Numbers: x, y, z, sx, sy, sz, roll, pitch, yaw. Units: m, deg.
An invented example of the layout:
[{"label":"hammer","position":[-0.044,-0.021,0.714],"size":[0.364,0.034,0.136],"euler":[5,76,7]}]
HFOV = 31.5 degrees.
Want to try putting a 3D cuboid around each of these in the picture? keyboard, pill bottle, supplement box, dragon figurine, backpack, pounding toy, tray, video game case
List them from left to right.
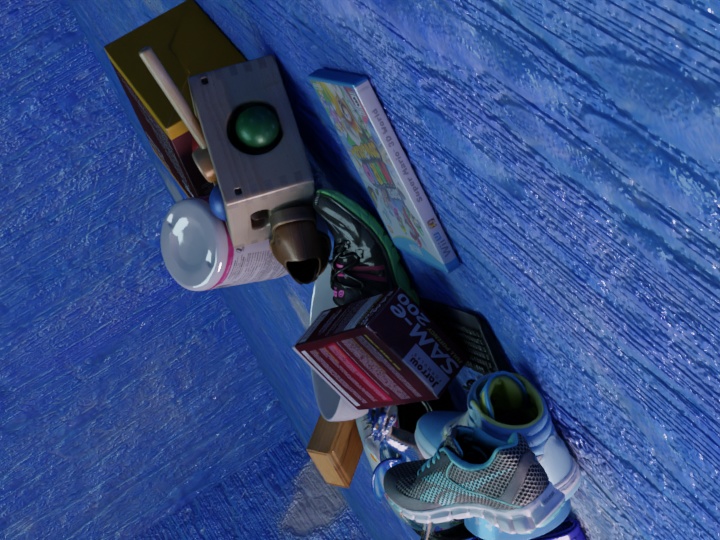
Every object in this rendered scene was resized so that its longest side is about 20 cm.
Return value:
[{"label":"supplement box","position":[-0.205,-0.200,1.650],"size":[0.197,0.133,0.200],"euler":[50,167,38]},{"label":"pounding toy","position":[-0.144,-0.145,1.424],"size":[0.200,0.142,0.185],"euler":[97,156,-73]},{"label":"pill bottle","position":[-0.141,-0.042,1.599],"size":[0.113,0.200,0.114],"euler":[7,101,40]},{"label":"tray","position":[-0.008,0.175,1.689],"size":[0.037,0.200,0.099],"euler":[9,148,24]},{"label":"supplement box","position":[0.017,0.087,1.349],"size":[0.109,0.061,0.200],"euler":[46,156,-12]},{"label":"video game case","position":[0.020,-0.097,1.213],"size":[0.200,0.018,0.143],"euler":[62,169,-20]},{"label":"dragon figurine","position":[0.045,0.230,1.459],"size":[0.059,0.099,0.200],"euler":[-78,-6,-54]},{"label":"backpack","position":[0.077,0.243,1.639],"size":[0.200,0.126,0.167],"euler":[66,171,-21]},{"label":"keyboard","position":[0.114,0.092,1.321],"size":[0.127,0.021,0.200],"euler":[60,170,-11]}]

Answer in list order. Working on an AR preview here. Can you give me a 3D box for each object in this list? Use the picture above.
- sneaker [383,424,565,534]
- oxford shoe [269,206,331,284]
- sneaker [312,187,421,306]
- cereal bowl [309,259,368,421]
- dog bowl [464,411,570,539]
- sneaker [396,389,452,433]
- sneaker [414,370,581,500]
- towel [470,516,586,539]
[{"label":"sneaker","position":[0.094,0.180,1.169],"size":[0.200,0.078,0.091],"euler":[-6,115,44]},{"label":"oxford shoe","position":[-0.069,-0.013,1.479],"size":[0.200,0.071,0.072],"euler":[65,-167,-77]},{"label":"sneaker","position":[0.000,0.000,1.406],"size":[0.200,0.084,0.077],"euler":[61,169,-14]},{"label":"cereal bowl","position":[-0.004,0.086,1.580],"size":[0.200,0.083,0.201],"euler":[180,90,-74]},{"label":"dog bowl","position":[0.136,0.206,1.320],"size":[0.200,0.111,0.050],"euler":[-140,34,-61]},{"label":"sneaker","position":[0.081,0.198,1.513],"size":[0.104,0.060,0.200],"euler":[-1,-104,-68]},{"label":"sneaker","position":[0.117,0.141,1.233],"size":[0.200,0.080,0.131],"euler":[12,135,45]},{"label":"towel","position":[0.199,0.356,1.391],"size":[0.050,0.147,0.200],"euler":[-79,-33,-59]}]
